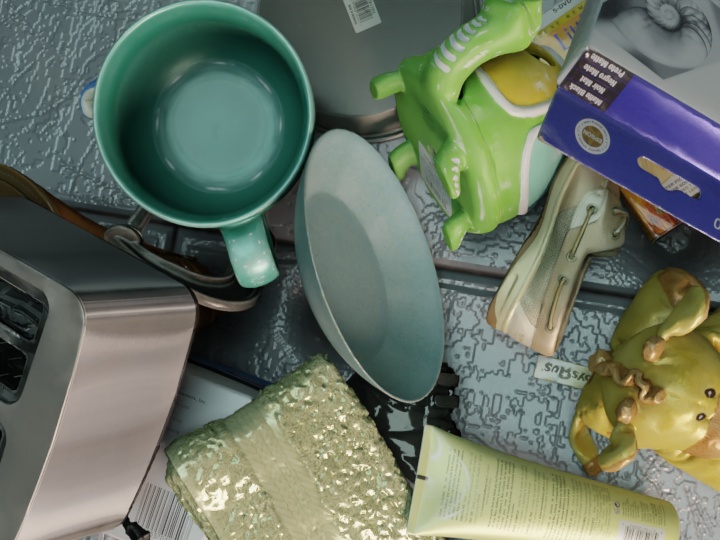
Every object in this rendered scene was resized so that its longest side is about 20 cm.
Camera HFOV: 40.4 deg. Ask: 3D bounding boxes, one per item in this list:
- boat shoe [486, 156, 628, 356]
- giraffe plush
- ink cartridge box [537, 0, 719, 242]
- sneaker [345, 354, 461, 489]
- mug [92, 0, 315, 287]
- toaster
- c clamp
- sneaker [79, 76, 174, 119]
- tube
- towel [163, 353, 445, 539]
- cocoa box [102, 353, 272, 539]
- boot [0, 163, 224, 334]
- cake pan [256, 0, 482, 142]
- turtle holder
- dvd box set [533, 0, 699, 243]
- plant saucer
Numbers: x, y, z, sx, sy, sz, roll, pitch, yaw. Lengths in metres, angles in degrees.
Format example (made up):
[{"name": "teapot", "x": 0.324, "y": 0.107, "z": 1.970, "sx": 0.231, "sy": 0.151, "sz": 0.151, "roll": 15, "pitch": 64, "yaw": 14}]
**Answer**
[{"name": "boat shoe", "x": 0.167, "y": -0.033, "z": 0.728, "sx": 0.065, "sy": 0.072, "sz": 0.201, "roll": 31, "pitch": 98, "yaw": 19}, {"name": "giraffe plush", "x": 0.221, "y": 0.078, "z": 0.680, "sx": 0.199, "sy": 0.162, "sz": 0.173, "roll": -3, "pitch": 84, "yaw": 10}, {"name": "ink cartridge box", "x": 0.239, "y": -0.128, "z": 0.682, "sx": 0.199, "sy": 0.041, "sz": 0.201, "roll": 27, "pitch": 61, "yaw": -7}, {"name": "sneaker", "x": 0.068, "y": 0.131, "z": 0.752, "sx": 0.200, "sy": 0.071, "sz": 0.099, "roll": 32, "pitch": 89, "yaw": 11}, {"name": "mug", "x": -0.112, "y": -0.094, "z": 0.714, "sx": 0.151, "sy": 0.114, "sz": 0.186, "roll": 15, "pitch": 93, "yaw": -4}, {"name": "toaster", "x": -0.210, "y": 0.068, "z": 0.624, "sx": 0.199, "sy": 0.119, "sz": 0.181, "roll": 26, "pitch": 102, "yaw": 24}, {"name": "c clamp", "x": -0.145, "y": -0.036, "z": 0.761, "sx": 0.170, "sy": 0.200, "sz": 0.027, "roll": 26, "pitch": 113, "yaw": -15}, {"name": "sneaker", "x": -0.137, "y": -0.124, "z": 0.805, "sx": 0.199, "sy": 0.077, "sz": 0.076, "roll": 10, "pitch": 110, "yaw": 16}, {"name": "tube", "x": 0.132, "y": 0.170, "z": 0.708, "sx": 0.199, "sy": 0.058, "sz": 0.052, "roll": 15, "pitch": 121, "yaw": -13}, {"name": "towel", "x": -0.031, "y": 0.173, "z": 0.682, "sx": 0.148, "sy": 0.036, "sz": 0.201, "roll": -31, "pitch": 100, "yaw": -11}, {"name": "cocoa box", "x": -0.172, "y": 0.125, "z": 0.766, "sx": 0.199, "sy": 0.131, "sz": 0.134, "roll": 19, "pitch": 88, "yaw": 12}, {"name": "boot", "x": -0.203, "y": -0.011, "z": 0.774, "sx": 0.200, "sy": 0.155, "sz": 0.074, "roll": 41, "pitch": 105, "yaw": 8}, {"name": "cake pan", "x": 0.002, "y": -0.208, "z": 0.817, "sx": 0.199, "sy": 0.037, "sz": 0.201, "roll": -1, "pitch": 84, "yaw": 11}, {"name": "turtle holder", "x": 0.089, "y": -0.122, "z": 0.725, "sx": 0.131, "sy": 0.141, "sz": 0.186, "roll": -27, "pitch": 122, "yaw": -9}, {"name": "dvd box set", "x": 0.234, "y": -0.144, "z": 0.769, "sx": 0.146, "sy": 0.029, "sz": 0.200, "roll": -33, "pitch": 80, "yaw": 6}, {"name": "plant saucer", "x": 0.000, "y": 0.000, "z": 0.702, "sx": 0.039, "sy": 0.201, "sz": 0.202, "roll": -19, "pitch": 81, "yaw": 25}]
